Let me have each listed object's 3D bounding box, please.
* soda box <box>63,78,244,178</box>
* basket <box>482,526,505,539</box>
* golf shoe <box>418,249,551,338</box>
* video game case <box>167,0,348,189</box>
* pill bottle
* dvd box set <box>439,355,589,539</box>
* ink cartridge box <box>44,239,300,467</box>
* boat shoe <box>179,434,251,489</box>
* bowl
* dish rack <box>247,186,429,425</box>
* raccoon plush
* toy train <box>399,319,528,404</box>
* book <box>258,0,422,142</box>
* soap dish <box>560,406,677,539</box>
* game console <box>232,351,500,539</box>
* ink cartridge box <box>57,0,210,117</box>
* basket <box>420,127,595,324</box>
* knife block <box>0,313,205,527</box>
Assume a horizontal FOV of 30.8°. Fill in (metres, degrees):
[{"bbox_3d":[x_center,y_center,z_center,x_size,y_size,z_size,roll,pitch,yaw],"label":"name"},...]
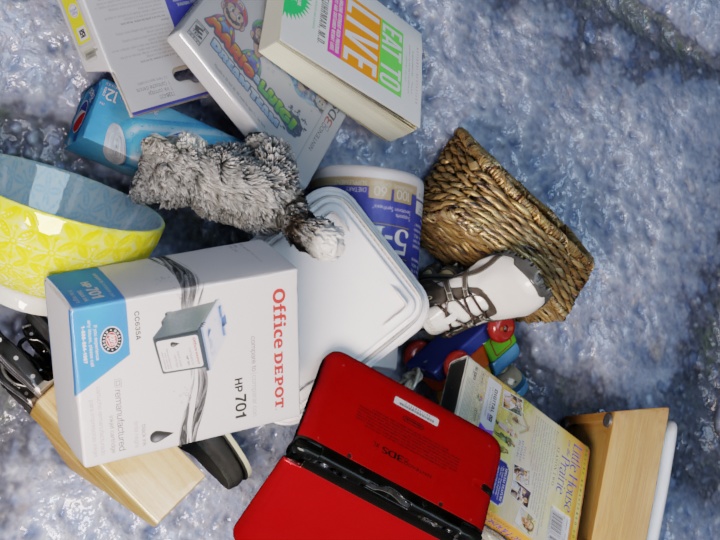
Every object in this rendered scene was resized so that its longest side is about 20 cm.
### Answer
[{"bbox_3d":[-0.182,-0.114,1.284,0.200,0.068,0.064,22,75,-26],"label":"soda box"},{"bbox_3d":[0.064,0.296,1.335,0.200,0.136,0.123,35,78,-21],"label":"basket"},{"bbox_3d":[0.113,0.037,1.355,0.094,0.200,0.078,-42,105,-31],"label":"golf shoe"},{"bbox_3d":[-0.091,-0.205,1.315,0.200,0.024,0.182,51,39,-23],"label":"video game case"},{"bbox_3d":[0.000,0.000,1.345,0.120,0.120,0.200,8,81,-28],"label":"pill bottle"},{"bbox_3d":[0.155,0.200,1.351,0.200,0.029,0.146,37,50,-27],"label":"dvd box set"},{"bbox_3d":[-0.157,0.067,1.118,0.200,0.086,0.147,-11,113,-24],"label":"ink cartridge box"},{"bbox_3d":[-0.186,0.140,1.254,0.201,0.074,0.063,49,62,-15],"label":"boat shoe"},{"bbox_3d":[-0.285,-0.023,1.168,0.200,0.200,0.108,14,102,-27],"label":"bowl"},{"bbox_3d":[-0.048,0.033,1.254,0.200,0.044,0.172,-38,93,-8],"label":"dish rack"},{"bbox_3d":[-0.116,-0.074,1.180,0.134,0.200,0.097,-1,106,-39],"label":"raccoon plush"},{"bbox_3d":[0.097,0.131,1.416,0.200,0.085,0.116,-39,117,-26],"label":"toy train"},{"bbox_3d":[-0.017,-0.240,1.369,0.200,0.048,0.134,28,56,-38],"label":"book"},{"bbox_3d":[0.270,0.248,1.455,0.081,0.157,0.200,17,77,-15],"label":"soap dish"},{"bbox_3d":[0.009,0.204,1.230,0.200,0.119,0.172,30,51,-13],"label":"game console"},{"bbox_3d":[-0.201,-0.257,1.271,0.198,0.047,0.200,-26,99,-49],"label":"ink cartridge box"},{"bbox_3d":[0.171,-0.056,1.431,0.200,0.143,0.149,42,68,-20],"label":"basket"},{"bbox_3d":[-0.248,0.122,1.171,0.064,0.200,0.176,-45,136,-24],"label":"knife block"}]
